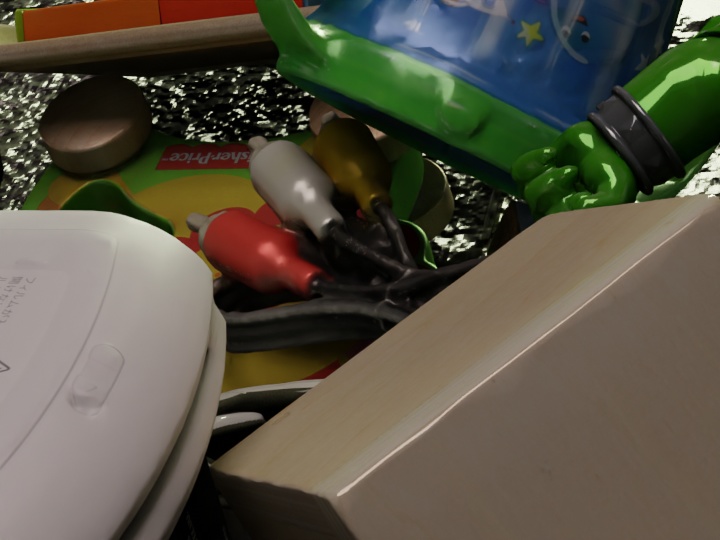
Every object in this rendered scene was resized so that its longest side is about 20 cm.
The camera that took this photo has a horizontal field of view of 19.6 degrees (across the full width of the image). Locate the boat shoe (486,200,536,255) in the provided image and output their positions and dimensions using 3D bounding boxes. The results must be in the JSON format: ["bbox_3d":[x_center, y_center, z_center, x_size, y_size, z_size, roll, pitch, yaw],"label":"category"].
[{"bbox_3d":[0.077,0.040,0.720,0.069,0.071,0.200,11,26,-9],"label":"boat shoe"}]

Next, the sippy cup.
[{"bbox_3d":[0.057,-0.100,0.736,0.139,0.178,0.131,26,91,26],"label":"sippy cup"}]

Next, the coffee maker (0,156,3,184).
[{"bbox_3d":[-0.222,0.002,0.764,0.134,0.193,0.201,10,40,6],"label":"coffee maker"}]

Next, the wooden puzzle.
[{"bbox_3d":[-0.060,-0.105,0.912,0.198,0.038,0.185,0,4,17],"label":"wooden puzzle"}]

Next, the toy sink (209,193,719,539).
[{"bbox_3d":[0.073,0.100,0.563,0.130,0.201,0.112,-36,10,-18],"label":"toy sink"}]

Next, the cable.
[{"bbox_3d":[0.000,0.000,0.704,0.097,0.050,0.200,-40,28,-12],"label":"cable"}]

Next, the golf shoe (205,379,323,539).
[{"bbox_3d":[-0.061,0.067,0.682,0.198,0.097,0.079,-14,67,5],"label":"golf shoe"}]

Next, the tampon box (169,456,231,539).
[{"bbox_3d":[-0.128,0.145,0.586,0.149,0.127,0.201,-2,36,17],"label":"tampon box"}]

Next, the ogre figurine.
[{"bbox_3d":[0.157,-0.014,0.602,0.200,0.098,0.120,33,88,37],"label":"ogre figurine"}]

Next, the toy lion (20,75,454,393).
[{"bbox_3d":[-0.055,0.007,0.818,0.198,0.069,0.192,1,45,21],"label":"toy lion"}]

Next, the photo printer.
[{"bbox_3d":[-0.139,0.051,0.547,0.198,0.070,0.167,0,37,21],"label":"photo printer"}]
